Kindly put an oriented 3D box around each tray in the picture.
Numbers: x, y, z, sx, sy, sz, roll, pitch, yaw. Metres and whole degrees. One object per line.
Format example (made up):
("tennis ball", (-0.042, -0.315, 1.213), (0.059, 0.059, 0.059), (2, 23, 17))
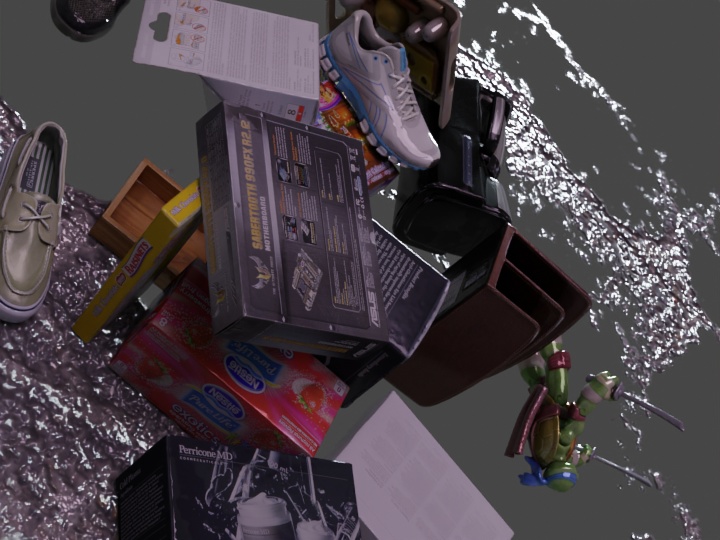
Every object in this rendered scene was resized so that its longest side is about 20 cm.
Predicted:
("tray", (-0.168, -0.013, 1.297), (0.199, 0.037, 0.099), (39, 43, -12))

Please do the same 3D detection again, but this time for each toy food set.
("toy food set", (0.034, -0.268, 1.488), (0.060, 0.145, 0.200), (-33, 57, -28))

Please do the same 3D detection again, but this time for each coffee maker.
("coffee maker", (0.090, -0.129, 1.555), (0.189, 0.136, 0.202), (4, 51, 2))

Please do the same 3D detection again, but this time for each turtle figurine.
("turtle figurine", (0.258, 0.158, 1.477), (0.144, 0.198, 0.196), (52, 21, -55))

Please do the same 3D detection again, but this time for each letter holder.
("letter holder", (0.134, 0.071, 1.380), (0.142, 0.200, 0.101), (39, 43, -13))

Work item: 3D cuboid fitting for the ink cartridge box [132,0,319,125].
("ink cartridge box", (-0.143, -0.229, 1.388), (0.197, 0.051, 0.163), (8, 39, -9))

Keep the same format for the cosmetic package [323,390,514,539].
("cosmetic package", (0.049, 0.245, 1.295), (0.201, 0.052, 0.151), (50, 40, -2))

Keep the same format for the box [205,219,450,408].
("box", (-0.039, 0.016, 1.235), (0.199, 0.148, 0.105), (38, 54, -8))

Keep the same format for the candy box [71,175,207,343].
("candy box", (-0.187, -0.016, 1.159), (0.026, 0.200, 0.102), (45, 41, 0))

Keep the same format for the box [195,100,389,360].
("box", (-0.059, -0.032, 1.106), (0.157, 0.048, 0.203), (11, 61, -38))

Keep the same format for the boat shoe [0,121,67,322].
("boat shoe", (-0.309, -0.051, 1.178), (0.071, 0.062, 0.202), (18, 53, -31))

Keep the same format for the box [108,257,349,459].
("box", (-0.122, 0.101, 1.212), (0.200, 0.095, 0.100), (42, 44, -11))

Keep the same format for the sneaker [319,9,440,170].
("sneaker", (0.031, -0.205, 1.441), (0.201, 0.087, 0.075), (53, 41, 7))

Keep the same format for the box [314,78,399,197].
("box", (-0.060, -0.121, 1.398), (0.137, 0.039, 0.199), (53, 42, 4))

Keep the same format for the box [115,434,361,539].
("box", (-0.102, 0.257, 1.114), (0.198, 0.104, 0.184), (14, 52, -34))

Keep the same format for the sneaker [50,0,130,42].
("sneaker", (-0.259, -0.329, 1.382), (0.076, 0.114, 0.200), (41, 45, -8))

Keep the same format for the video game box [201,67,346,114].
("video game box", (-0.090, -0.177, 1.474), (0.181, 0.047, 0.202), (10, 56, -39))
